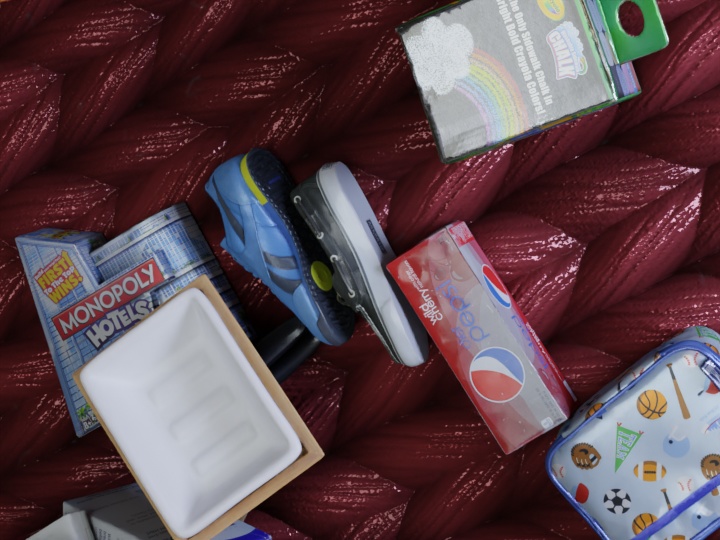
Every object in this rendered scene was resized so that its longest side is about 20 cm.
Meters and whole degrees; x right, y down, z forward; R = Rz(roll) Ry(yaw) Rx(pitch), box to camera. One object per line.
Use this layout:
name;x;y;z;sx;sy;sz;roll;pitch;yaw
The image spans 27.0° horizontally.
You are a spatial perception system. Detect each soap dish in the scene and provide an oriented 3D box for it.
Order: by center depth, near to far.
soap dish;-0.143;0.130;1.349;0.157;0.081;0.200;-37;75;7

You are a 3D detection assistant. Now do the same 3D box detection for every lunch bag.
lunch bag;0.272;0.154;1.286;0.200;0.076;0.160;-41;87;22

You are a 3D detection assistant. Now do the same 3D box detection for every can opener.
can opener;-0.112;0.113;1.425;0.200;0.063;0.079;-40;58;12

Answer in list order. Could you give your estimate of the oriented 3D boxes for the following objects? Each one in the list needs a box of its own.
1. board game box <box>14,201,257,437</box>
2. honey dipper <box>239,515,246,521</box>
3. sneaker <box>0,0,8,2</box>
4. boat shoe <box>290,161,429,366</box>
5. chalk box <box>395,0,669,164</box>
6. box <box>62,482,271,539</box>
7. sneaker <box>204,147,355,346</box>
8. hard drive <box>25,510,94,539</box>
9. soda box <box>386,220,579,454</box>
board game box;-0.234;0.027;1.448;0.200;0.062;0.200;-30;90;22
honey dipper;-0.114;0.229;1.460;0.038;0.038;0.200;32;113;12
sneaker;-0.310;-0.346;1.413;0.077;0.073;0.200;40;108;32
boat shoe;0.000;0.000;1.359;0.057;0.069;0.200;-27;83;20
chalk box;0.153;-0.181;1.240;0.200;0.124;0.125;-18;92;21
box;-0.188;0.320;1.427;0.200;0.105;0.184;15;107;44
sneaker;-0.076;-0.013;1.387;0.078;0.066;0.200;-31;88;31
hard drive;-0.269;0.342;1.418;0.132;0.026;0.200;-34;71;45
soda box;0.109;0.057;1.330;0.070;0.063;0.200;-33;87;21
